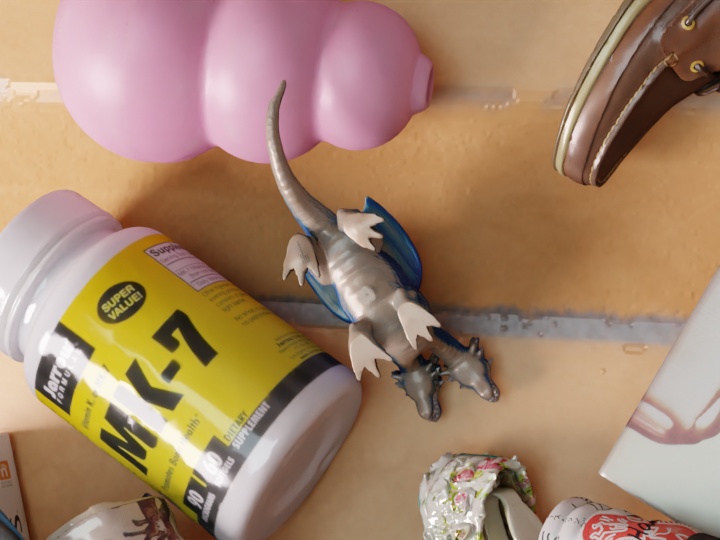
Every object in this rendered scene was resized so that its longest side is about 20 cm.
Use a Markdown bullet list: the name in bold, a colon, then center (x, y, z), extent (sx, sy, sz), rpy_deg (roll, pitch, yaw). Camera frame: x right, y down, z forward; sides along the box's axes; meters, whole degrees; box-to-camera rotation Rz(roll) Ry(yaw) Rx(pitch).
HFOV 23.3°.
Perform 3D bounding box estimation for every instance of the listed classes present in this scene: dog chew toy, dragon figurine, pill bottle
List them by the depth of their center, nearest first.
- **dragon figurine**: center (0.000, 0.000, 0.912), extent (0.059, 0.099, 0.200), rpy_deg (-36, 91, 5)
- **dog chew toy**: center (-0.060, -0.112, 0.936), extent (0.199, 0.125, 0.125), rpy_deg (9, 92, 9)
- **pill bottle**: center (-0.108, 0.049, 0.947), extent (0.200, 0.114, 0.115), rpy_deg (34, 99, 15)

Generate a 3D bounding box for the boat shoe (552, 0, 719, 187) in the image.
- **boat shoe**: center (0.171, -0.123, 0.885), extent (0.067, 0.072, 0.201), rpy_deg (37, 97, 16)

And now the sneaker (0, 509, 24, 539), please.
- **sneaker**: center (-0.195, 0.211, 0.913), extent (0.082, 0.201, 0.073), rpy_deg (-28, 36, -22)

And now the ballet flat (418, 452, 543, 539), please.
- **ballet flat**: center (0.084, 0.187, 0.901), extent (0.064, 0.075, 0.201), rpy_deg (-27, 81, 43)

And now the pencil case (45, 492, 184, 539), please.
- **pencil case**: center (-0.088, 0.212, 0.893), extent (0.078, 0.090, 0.200), rpy_deg (-30, 77, -16)

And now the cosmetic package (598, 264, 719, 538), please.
- **cosmetic package**: center (0.208, 0.033, 0.855), extent (0.087, 0.103, 0.201), rpy_deg (31, 96, 16)

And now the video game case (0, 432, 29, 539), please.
- **video game case**: center (-0.240, 0.186, 0.938), extent (0.036, 0.200, 0.182), rpy_deg (-15, 84, 23)

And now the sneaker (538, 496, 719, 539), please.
- **sneaker**: center (0.145, 0.188, 0.859), extent (0.108, 0.202, 0.067), rpy_deg (15, 52, 35)
